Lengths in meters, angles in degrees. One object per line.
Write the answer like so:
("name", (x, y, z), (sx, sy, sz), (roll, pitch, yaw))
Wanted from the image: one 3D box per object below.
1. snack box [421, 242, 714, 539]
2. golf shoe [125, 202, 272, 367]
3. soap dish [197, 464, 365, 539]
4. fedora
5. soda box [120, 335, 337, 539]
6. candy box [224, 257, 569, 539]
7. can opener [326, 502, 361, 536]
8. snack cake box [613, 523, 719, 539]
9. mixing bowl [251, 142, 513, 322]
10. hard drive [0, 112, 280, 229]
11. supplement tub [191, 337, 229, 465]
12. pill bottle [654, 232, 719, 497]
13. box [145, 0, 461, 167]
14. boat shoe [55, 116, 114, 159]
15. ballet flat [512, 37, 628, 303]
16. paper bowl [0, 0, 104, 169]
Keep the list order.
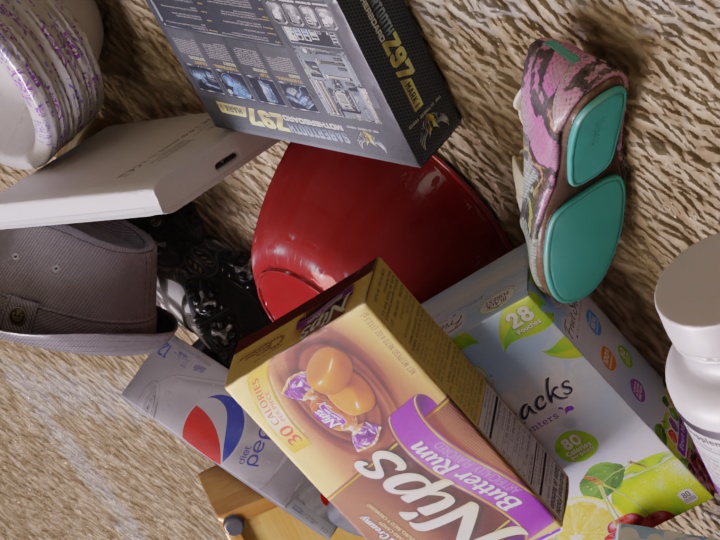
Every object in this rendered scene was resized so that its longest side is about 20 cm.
("snack box", (0.105, 0.099, 1.527), (0.168, 0.068, 0.200), (-32, 115, 28))
("golf shoe", (-0.115, 0.020, 1.841), (0.200, 0.078, 0.095), (49, 162, 19))
("soap dish", (-0.016, 0.219, 1.822), (0.081, 0.157, 0.201), (-79, -35, -69))
("fedora", (-0.228, -0.002, 1.762), (0.199, 0.177, 0.091), (15, 102, 28))
("soda box", (-0.086, 0.120, 1.761), (0.200, 0.064, 0.068), (30, 172, 40))
("candy box", (0.024, 0.101, 1.465), (0.116, 0.057, 0.200), (-30, 112, 26))
("can opener", (0.067, 0.153, 1.647), (0.067, 0.199, 0.054), (-46, 51, 43))
("snack cake box", (0.253, 0.232, 1.533), (0.199, 0.068, 0.115), (9, 150, 3))
("mixing bowl", (0.000, 0.000, 1.598), (0.200, 0.108, 0.201), (33, 152, 20))
("hard drive", (-0.156, -0.072, 1.658), (0.199, 0.132, 0.026), (-4, 116, 49))
("supplement tub", (-0.066, 0.134, 1.903), (0.200, 0.107, 0.107), (46, 155, -6))
("pill bottle", (0.241, 0.077, 1.358), (0.111, 0.111, 0.201), (13, 141, 47))
("box", (-0.047, -0.150, 1.498), (0.199, 0.051, 0.158), (14, 142, 45))
("boat shoe", (-0.220, -0.059, 1.868), (0.069, 0.074, 0.200), (27, 152, 19))
("ballet flat", (0.118, -0.064, 1.385), (0.071, 0.069, 0.200), (49, 159, 30))
("paper bowl", (-0.266, -0.179, 1.711), (0.200, 0.104, 0.201), (33, 153, 19))
